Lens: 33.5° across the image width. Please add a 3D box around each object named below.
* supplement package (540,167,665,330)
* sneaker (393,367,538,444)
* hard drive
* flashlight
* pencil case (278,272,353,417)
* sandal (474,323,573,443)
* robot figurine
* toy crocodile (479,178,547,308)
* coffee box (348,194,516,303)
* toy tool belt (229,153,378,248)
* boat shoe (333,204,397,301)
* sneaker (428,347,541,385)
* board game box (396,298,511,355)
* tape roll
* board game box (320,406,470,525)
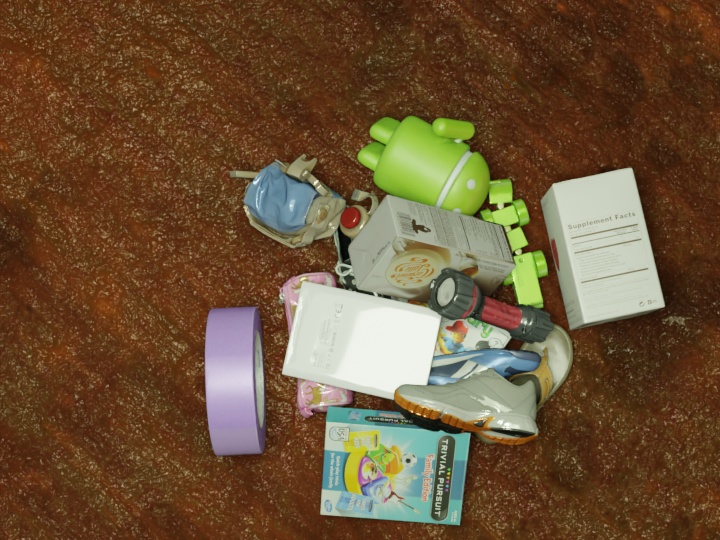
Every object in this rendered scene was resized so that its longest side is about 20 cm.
[{"bbox_3d":[0.341,-0.028,1.706,0.119,0.121,0.201,-12,82,-1],"label":"supplement package"},{"bbox_3d":[0.143,0.170,1.608,0.199,0.076,0.093,13,63,-5],"label":"sneaker"},{"bbox_3d":[0.003,0.100,1.650,0.199,0.025,0.133,12,85,7],"label":"hard drive"},{"bbox_3d":[0.185,0.054,1.654,0.199,0.068,0.068,20,124,-34],"label":"flashlight"},{"bbox_3d":[-0.062,0.105,1.710,0.086,0.083,0.202,-12,83,12],"label":"pencil case"},{"bbox_3d":[0.237,0.165,1.715,0.080,0.054,0.200,41,84,5],"label":"sandal"},{"bbox_3d":[0.099,-0.144,1.721,0.199,0.116,0.176,31,113,7],"label":"robot figurine"},{"bbox_3d":[0.222,-0.038,1.744,0.067,0.062,0.201,-18,87,-1],"label":"toy crocodile"},{"bbox_3d":[0.099,-0.020,1.656,0.199,0.114,0.080,13,45,-30],"label":"coffee box"},{"bbox_3d":[-0.085,-0.097,1.679,0.199,0.123,0.126,18,82,38],"label":"toy tool belt"},{"bbox_3d":[0.003,-0.001,1.706,0.073,0.068,0.201,-14,69,12],"label":"boat shoe"},{"bbox_3d":[0.157,0.152,1.675,0.199,0.074,0.083,-10,83,8],"label":"sneaker"},{"bbox_3d":[0.104,0.088,1.735,0.199,0.035,0.127,35,84,4],"label":"board game box"},{"bbox_3d":[-0.170,0.151,1.644,0.065,0.200,0.202,-3,83,-1],"label":"tape roll"},{"bbox_3d":[0.047,0.273,1.671,0.198,0.047,0.152,4,113,1],"label":"board game box"}]
